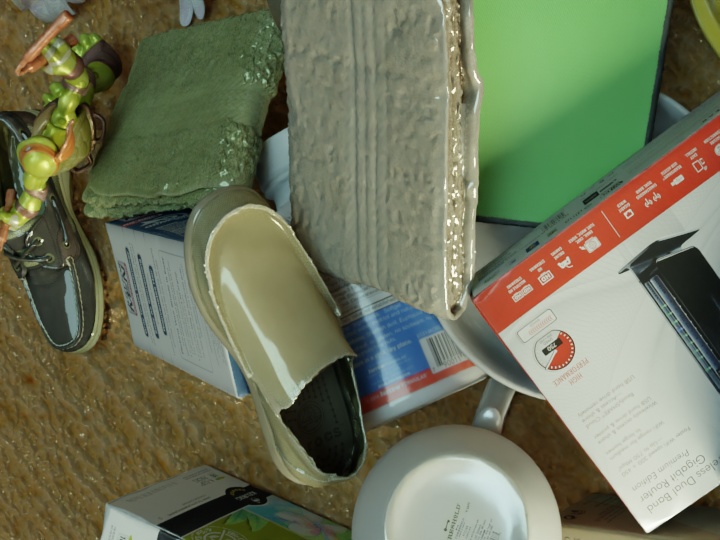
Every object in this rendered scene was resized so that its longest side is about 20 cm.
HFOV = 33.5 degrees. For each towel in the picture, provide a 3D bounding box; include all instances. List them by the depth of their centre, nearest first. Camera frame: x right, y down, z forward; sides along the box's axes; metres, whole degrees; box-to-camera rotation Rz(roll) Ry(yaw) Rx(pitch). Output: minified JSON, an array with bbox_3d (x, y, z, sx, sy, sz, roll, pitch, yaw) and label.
[{"bbox_3d":[0.009,-0.082,0.680,0.132,0.034,0.203,20,121,40],"label":"towel"},{"bbox_3d":[-0.124,-0.108,0.846,0.199,0.036,0.150,-2,67,50],"label":"towel"}]

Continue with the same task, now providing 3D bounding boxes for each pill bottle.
[{"bbox_3d":[0.000,0.000,0.808,0.111,0.112,0.202,-27,81,24],"label":"pill bottle"}]

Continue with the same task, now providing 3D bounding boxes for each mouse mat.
[{"bbox_3d":[0.096,-0.124,0.690,0.158,0.008,0.203,7,107,2],"label":"mouse mat"}]

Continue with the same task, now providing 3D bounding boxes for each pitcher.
[{"bbox_3d":[0.064,0.136,0.725,0.120,0.200,0.174,14,77,8],"label":"pitcher"}]

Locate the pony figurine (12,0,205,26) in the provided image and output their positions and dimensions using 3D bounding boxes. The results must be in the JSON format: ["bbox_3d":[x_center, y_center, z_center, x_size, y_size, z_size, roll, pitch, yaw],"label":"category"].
[{"bbox_3d":[-0.212,-0.269,0.868,0.164,0.193,0.203,-2,74,22],"label":"pony figurine"}]

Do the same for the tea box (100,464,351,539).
[{"bbox_3d":[-0.090,0.278,0.857,0.195,0.133,0.203,17,101,23],"label":"tea box"}]

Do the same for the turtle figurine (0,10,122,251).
[{"bbox_3d":[-0.214,-0.113,0.868,0.064,0.162,0.202,19,121,-8],"label":"turtle figurine"}]

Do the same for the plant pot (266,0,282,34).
[{"bbox_3d":[0.052,-0.239,0.743,0.197,0.187,0.190,2,95,13],"label":"plant pot"}]

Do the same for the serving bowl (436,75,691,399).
[{"bbox_3d":[0.135,-0.022,0.751,0.197,0.066,0.203,1,100,4],"label":"serving bowl"}]

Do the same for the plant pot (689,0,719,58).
[{"bbox_3d":[0.262,-0.184,0.627,0.198,0.188,0.204,1,93,26],"label":"plant pot"}]

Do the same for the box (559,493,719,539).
[{"bbox_3d":[0.217,0.197,0.716,0.198,0.077,0.096,-2,93,36],"label":"box"}]

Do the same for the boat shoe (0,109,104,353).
[{"bbox_3d":[-0.261,-0.030,0.956,0.071,0.066,0.204,-14,87,26],"label":"boat shoe"}]

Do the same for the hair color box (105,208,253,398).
[{"bbox_3d":[-0.109,0.014,0.824,0.199,0.060,0.101,13,116,60],"label":"hair color box"}]

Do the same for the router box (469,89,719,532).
[{"bbox_3d":[0.193,0.021,0.693,0.199,0.049,0.180,-37,100,9],"label":"router box"}]

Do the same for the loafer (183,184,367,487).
[{"bbox_3d":[-0.040,0.042,0.710,0.068,0.075,0.202,11,129,55],"label":"loafer"}]
